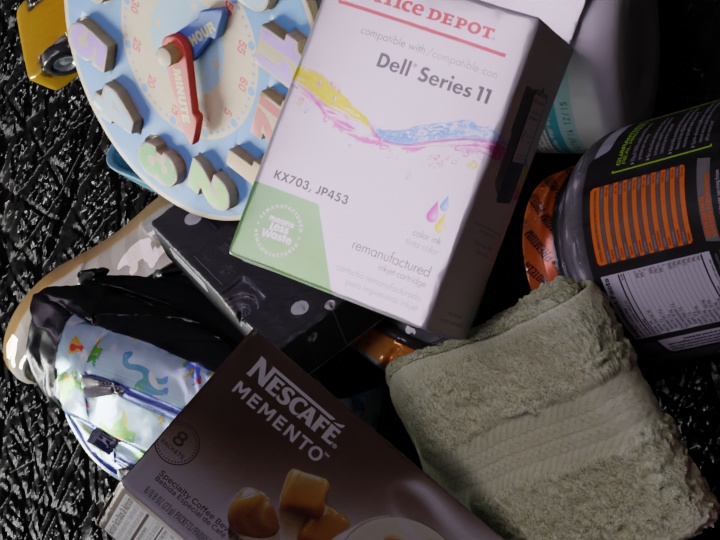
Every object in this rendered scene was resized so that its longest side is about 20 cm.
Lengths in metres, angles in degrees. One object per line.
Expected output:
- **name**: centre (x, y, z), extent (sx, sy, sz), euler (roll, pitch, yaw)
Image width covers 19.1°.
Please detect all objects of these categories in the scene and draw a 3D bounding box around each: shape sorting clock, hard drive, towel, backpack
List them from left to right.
- **shape sorting clock**: centre (-0.094, -0.122, 1.157), extent (0.199, 0.039, 0.201), euler (19, 123, 33)
- **backpack**: centre (-0.077, 0.078, 1.249), extent (0.199, 0.163, 0.155), euler (4, 91, 37)
- **hard drive**: centre (-0.001, -0.039, 1.202), extent (0.200, 0.038, 0.140), euler (-38, 49, -12)
- **towel**: centre (0.089, 0.090, 1.081), extent (0.149, 0.036, 0.200), euler (61, 147, 0)

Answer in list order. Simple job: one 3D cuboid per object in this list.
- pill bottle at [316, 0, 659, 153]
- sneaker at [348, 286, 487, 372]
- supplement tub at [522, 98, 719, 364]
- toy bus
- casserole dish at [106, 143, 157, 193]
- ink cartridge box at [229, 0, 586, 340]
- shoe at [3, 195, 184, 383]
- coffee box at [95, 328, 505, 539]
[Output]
- **pill bottle**: centre (0.054, -0.119, 1.150), extent (0.199, 0.111, 0.111), euler (1, 80, 21)
- **sneaker**: centre (0.000, 0.000, 1.247), extent (0.200, 0.078, 0.077), euler (36, 91, 39)
- **supplement tub**: centre (0.185, -0.023, 1.036), extent (0.199, 0.122, 0.123), euler (-14, 70, 41)
- **toy bus**: centre (-0.141, -0.193, 1.418), extent (0.200, 0.078, 0.065), euler (-35, 59, 32)
- **casserole dish**: centre (-0.089, -0.089, 1.319), extent (0.121, 0.039, 0.200), euler (-48, 23, -9)
- **ink cartridge box**: centre (0.027, -0.080, 1.059), extent (0.117, 0.067, 0.201), euler (20, 90, 22)
- **shoe**: centre (-0.162, 0.021, 1.388), extent (0.200, 0.070, 0.054), euler (-40, 47, 27)
- **coffee box**: centre (-0.021, 0.144, 1.098), extent (0.200, 0.114, 0.080), euler (41, 153, 3)
